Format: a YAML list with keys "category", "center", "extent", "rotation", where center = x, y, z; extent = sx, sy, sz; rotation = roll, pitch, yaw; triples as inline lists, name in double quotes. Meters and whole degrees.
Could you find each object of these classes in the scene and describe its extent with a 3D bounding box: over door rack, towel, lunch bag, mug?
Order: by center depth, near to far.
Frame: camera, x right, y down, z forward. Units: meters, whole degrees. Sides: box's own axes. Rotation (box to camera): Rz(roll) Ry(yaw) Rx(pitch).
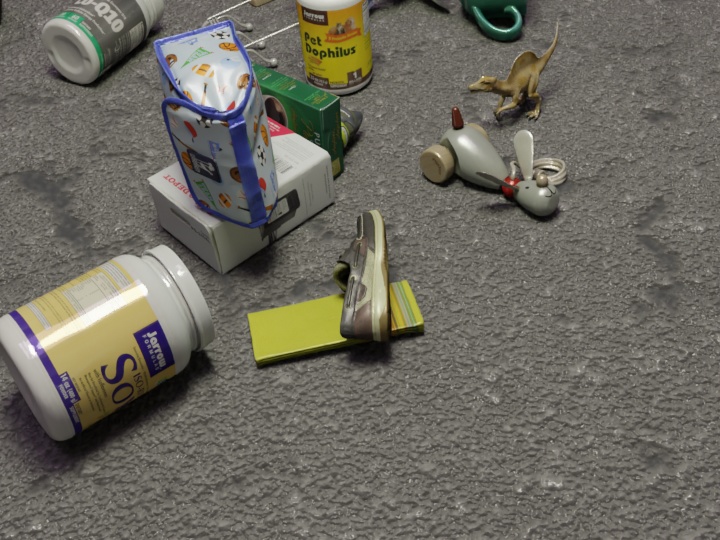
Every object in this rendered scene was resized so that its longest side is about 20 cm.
- category: "towel"
  center: [-0.030, 0.060, 1.101]
  extent: [0.197, 0.018, 0.086]
  rotation: [-12, 38, -5]
- category: "lunch bag"
  center: [-0.165, -0.168, 1.119]
  extent: [0.123, 0.171, 0.201]
  rotation: [-20, 45, -11]
- category: "mug"
  center: [0.214, -0.486, 1.557]
  extent: [0.113, 0.153, 0.186]
  rotation: [-2, 43, 8]
- category: "over door rack"
  center: [-0.154, -0.409, 1.564]
  extent: [0.199, 0.067, 0.148]
  rotation: [-34, 46, 1]

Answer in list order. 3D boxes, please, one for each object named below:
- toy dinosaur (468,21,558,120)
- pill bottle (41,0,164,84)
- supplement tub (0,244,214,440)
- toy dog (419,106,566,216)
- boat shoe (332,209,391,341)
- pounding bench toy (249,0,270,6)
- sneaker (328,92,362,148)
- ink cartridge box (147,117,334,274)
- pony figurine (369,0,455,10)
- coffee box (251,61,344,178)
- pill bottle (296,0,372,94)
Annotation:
- category: "toy dinosaur"
  center: [0.241, -0.276, 1.366]
  extent: [0.199, 0.102, 0.058]
  rotation: [-35, 50, -28]
- category: "pill bottle"
  center: [-0.421, -0.406, 1.567]
  extent: [0.112, 0.114, 0.201]
  rotation: [16, 47, 22]
- category: "supplement tub"
  center: [-0.272, 0.073, 1.017]
  extent: [0.199, 0.147, 0.145]
  rotation: [-31, 48, -24]
- category: "toy dog"
  center: [0.174, -0.153, 1.245]
  extent: [0.198, 0.097, 0.132]
  rotation: [14, 46, 20]
- category: "boat shoe"
  center: [0.000, 0.001, 1.098]
  extent: [0.065, 0.072, 0.202]
  rotation: [-3, 43, -1]
- category: "pounding bench toy"
  center: [-0.204, -0.608, 1.728]
  extent: [0.123, 0.157, 0.200]
  rotation: [-30, 47, -24]
- category: "sneaker"
  center: [-0.083, -0.231, 1.386]
  extent: [0.199, 0.074, 0.081]
  rotation: [32, 47, 24]
- category: "ink cartridge box"
  center: [-0.155, -0.104, 1.238]
  extent: [0.199, 0.084, 0.145]
  rotation: [-35, 51, -27]
- category: "pony figurine"
  center: [0.061, -0.520, 1.631]
  extent: [0.198, 0.168, 0.194]
  rotation: [-27, 37, -1]
- category: "coffee box"
  center: [-0.110, -0.212, 1.323]
  extent: [0.199, 0.124, 0.044]
  rotation: [26, 48, 31]
- category: "pill bottle"
  center: [-0.040, -0.377, 1.431]
  extent: [0.108, 0.202, 0.110]
  rotation: [-3, 42, 3]
